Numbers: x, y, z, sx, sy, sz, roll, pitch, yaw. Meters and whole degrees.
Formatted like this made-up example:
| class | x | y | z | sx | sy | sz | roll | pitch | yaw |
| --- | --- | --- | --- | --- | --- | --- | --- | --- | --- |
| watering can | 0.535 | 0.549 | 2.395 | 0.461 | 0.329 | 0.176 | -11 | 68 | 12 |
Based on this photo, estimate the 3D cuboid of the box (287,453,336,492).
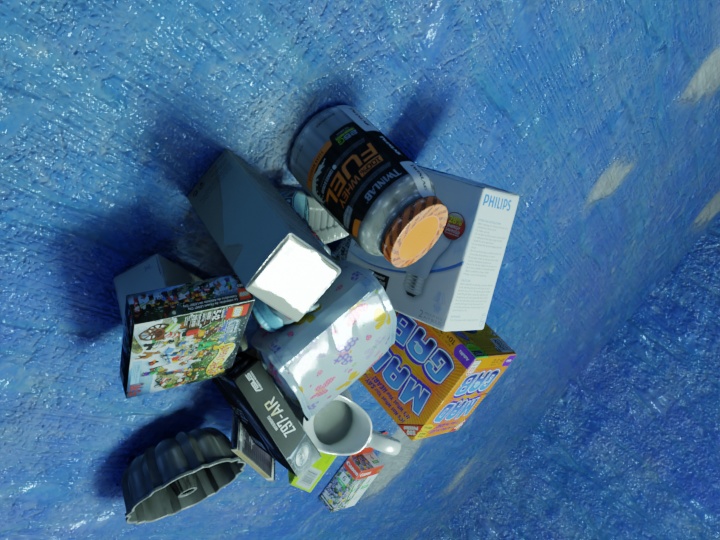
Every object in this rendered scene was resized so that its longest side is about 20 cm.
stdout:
| class | x | y | z | sx | sy | sz | roll | pitch | yaw |
| --- | --- | --- | --- | --- | --- | --- | --- | --- | --- |
| box | -0.082 | 0.263 | 1.500 | 0.047 | 0.201 | 0.123 | 27 | 111 | -21 |

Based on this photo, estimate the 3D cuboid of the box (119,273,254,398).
| class | x | y | z | sx | sy | sz | roll | pitch | yaw |
| --- | --- | --- | --- | --- | --- | --- | --- | --- | --- |
| box | -0.206 | 0.079 | 1.018 | 0.134 | 0.038 | 0.201 | -11 | 154 | -23 |

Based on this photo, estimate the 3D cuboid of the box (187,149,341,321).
| class | x | y | z | sx | sy | sz | roll | pitch | yaw |
| --- | --- | --- | --- | --- | --- | --- | --- | --- | --- |
| box | -0.112 | -0.043 | 0.991 | 0.078 | 0.200 | 0.095 | -47 | 132 | 7 |

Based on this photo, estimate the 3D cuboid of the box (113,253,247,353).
| class | x | y | z | sx | sy | sz | roll | pitch | yaw |
| --- | --- | --- | --- | --- | --- | --- | --- | --- | --- |
| box | -0.221 | 0.056 | 1.105 | 0.067 | 0.084 | 0.200 | -25 | 155 | 12 |

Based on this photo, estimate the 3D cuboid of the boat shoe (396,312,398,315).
| class | x | y | z | sx | sy | sz | roll | pitch | yaw |
| --- | --- | --- | --- | --- | --- | --- | --- | --- | --- |
| boat shoe | 0.005 | 0.103 | 1.529 | 0.203 | 0.073 | 0.063 | -53 | 146 | 2 |

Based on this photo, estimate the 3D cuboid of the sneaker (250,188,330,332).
| class | x | y | z | sx | sy | sz | roll | pitch | yaw |
| --- | --- | --- | --- | --- | --- | --- | --- | --- | --- |
| sneaker | -0.071 | -0.019 | 1.071 | 0.094 | 0.204 | 0.079 | -17 | 140 | 27 |

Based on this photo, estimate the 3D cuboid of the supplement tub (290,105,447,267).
| class | x | y | z | sx | sy | sz | roll | pitch | yaw |
| --- | --- | --- | --- | --- | --- | --- | --- | --- | --- |
| supplement tub | 0.011 | -0.105 | 1.106 | 0.121 | 0.200 | 0.124 | -34 | 151 | -22 |

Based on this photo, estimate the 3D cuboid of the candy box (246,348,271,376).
| class | x | y | z | sx | sy | sz | roll | pitch | yaw |
| --- | --- | --- | --- | --- | --- | --- | --- | --- | --- |
| candy box | -0.067 | 0.120 | 1.393 | 0.197 | 0.057 | 0.115 | -12 | 170 | -41 |

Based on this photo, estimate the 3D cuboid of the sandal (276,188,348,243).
| class | x | y | z | sx | sy | sz | roll | pitch | yaw |
| --- | --- | --- | --- | --- | --- | --- | --- | --- | --- |
| sandal | -0.084 | -0.063 | 1.186 | 0.049 | 0.085 | 0.200 | -10 | 174 | 43 |

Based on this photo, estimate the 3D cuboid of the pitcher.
| class | x | y | z | sx | sy | sz | roll | pitch | yaw |
| --- | --- | --- | --- | --- | --- | --- | --- | --- | --- |
| pitcher | -0.039 | 0.225 | 1.316 | 0.169 | 0.199 | 0.124 | 27 | 83 | -20 |

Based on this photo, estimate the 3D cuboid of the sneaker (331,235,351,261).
| class | x | y | z | sx | sy | sz | roll | pitch | yaw |
| --- | --- | --- | --- | --- | --- | --- | --- | --- | --- |
| sneaker | 0.000 | 0.000 | 1.395 | 0.090 | 0.076 | 0.200 | -61 | 160 | -8 |

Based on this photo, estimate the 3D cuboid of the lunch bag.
| class | x | y | z | sx | sy | sz | roll | pitch | yaw |
| --- | --- | --- | --- | --- | --- | --- | --- | --- | --- |
| lunch bag | -0.045 | 0.082 | 1.120 | 0.169 | 0.127 | 0.200 | -40 | 168 | -11 |

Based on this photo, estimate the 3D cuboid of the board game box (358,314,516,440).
| class | x | y | z | sx | sy | sz | roll | pitch | yaw |
| --- | --- | --- | --- | --- | --- | --- | --- | --- | --- |
| board game box | 0.136 | 0.170 | 1.671 | 0.201 | 0.200 | 0.198 | -54 | 153 | 18 |

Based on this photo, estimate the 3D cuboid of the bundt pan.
| class | x | y | z | sx | sy | sz | roll | pitch | yaw |
| --- | --- | --- | --- | --- | --- | --- | --- | --- | --- |
| bundt pan | -0.280 | 0.308 | 1.353 | 0.198 | 0.077 | 0.203 | -26 | 159 | -10 |

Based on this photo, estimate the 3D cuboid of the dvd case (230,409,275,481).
| class | x | y | z | sx | sy | sz | roll | pitch | yaw |
| --- | --- | --- | --- | --- | --- | --- | --- | --- | --- |
| dvd case | -0.168 | 0.239 | 1.406 | 0.016 | 0.152 | 0.201 | -6 | 153 | 10 |

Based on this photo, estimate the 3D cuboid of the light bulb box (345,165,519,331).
| class | x | y | z | sx | sy | sz | roll | pitch | yaw |
| --- | --- | --- | --- | --- | --- | --- | --- | --- | --- |
| light bulb box | 0.098 | -0.041 | 1.269 | 0.124 | 0.195 | 0.205 | 3 | 104 | -56 |

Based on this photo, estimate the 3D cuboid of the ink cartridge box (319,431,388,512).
| class | x | y | z | sx | sy | sz | roll | pitch | yaw |
| --- | --- | --- | --- | --- | --- | --- | --- | --- | --- |
| ink cartridge box | -0.002 | 0.471 | 2.054 | 0.202 | 0.050 | 0.108 | -55 | 153 | 17 |

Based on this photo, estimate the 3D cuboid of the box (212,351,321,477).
| class | x | y | z | sx | sy | sz | roll | pitch | yaw |
| --- | --- | --- | --- | --- | --- | --- | --- | --- | --- |
| box | -0.142 | 0.186 | 1.211 | 0.043 | 0.162 | 0.199 | -36 | -164 | -18 |
